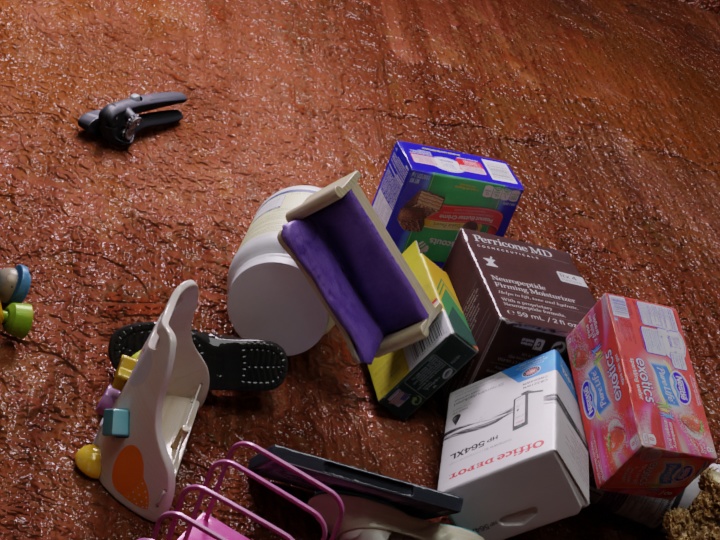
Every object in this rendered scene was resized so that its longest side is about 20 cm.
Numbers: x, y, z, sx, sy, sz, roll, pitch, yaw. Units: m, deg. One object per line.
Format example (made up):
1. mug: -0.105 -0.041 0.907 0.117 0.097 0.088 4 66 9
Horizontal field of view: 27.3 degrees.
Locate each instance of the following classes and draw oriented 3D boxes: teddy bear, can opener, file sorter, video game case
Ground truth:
1. teddy bear: 0.365 0.311 1.608 0.066 0.203 0.145 3 -21 35
2. can opener: -0.308 -0.224 2.091 0.078 0.064 0.199 33 31 21
3. file sorter: -0.117 0.264 1.339 0.138 0.127 0.200 28 29 11
4. video game case: -0.009 0.218 1.511 0.197 0.019 0.143 16 -16 -10

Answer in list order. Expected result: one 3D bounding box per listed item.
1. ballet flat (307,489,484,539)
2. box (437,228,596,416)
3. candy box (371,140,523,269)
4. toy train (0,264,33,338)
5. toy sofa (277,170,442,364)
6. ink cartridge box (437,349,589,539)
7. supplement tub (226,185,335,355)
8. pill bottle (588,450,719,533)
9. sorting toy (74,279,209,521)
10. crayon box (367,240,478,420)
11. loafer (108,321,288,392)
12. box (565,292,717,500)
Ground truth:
1. ballet flat: 0.039 0.276 1.503 0.197 0.070 0.070 16 29 -13
2. box: 0.186 0.082 1.820 0.164 0.166 0.201 11 30 -20
3. candy box: 0.097 -0.053 1.949 0.167 0.202 0.077 8 33 -22
4. toy train: -0.397 0.046 1.568 0.115 0.085 0.201 20 26 -34
5. toy sofa: 0.000 0.000 1.682 0.201 0.082 0.098 58 35 -12
6. ink cartridge box: 0.169 0.194 1.629 0.085 0.145 0.201 59 19 -21
7. supplement tub: -0.080 0.000 1.791 0.143 0.146 0.201 22 29 -1
8. pill bottle: 0.332 0.236 1.722 0.198 0.112 0.112 22 28 -1
9. sorting toy: -0.202 0.109 1.483 0.105 0.182 0.201 20 28 -5
10. crayon box: 0.061 0.068 1.789 0.051 0.127 0.201 35 21 -30
11. loafer: -0.182 0.102 1.642 0.197 0.074 0.071 11 -6 -14
12. box: 0.305 0.138 1.632 0.101 0.095 0.202 11 49 -22
